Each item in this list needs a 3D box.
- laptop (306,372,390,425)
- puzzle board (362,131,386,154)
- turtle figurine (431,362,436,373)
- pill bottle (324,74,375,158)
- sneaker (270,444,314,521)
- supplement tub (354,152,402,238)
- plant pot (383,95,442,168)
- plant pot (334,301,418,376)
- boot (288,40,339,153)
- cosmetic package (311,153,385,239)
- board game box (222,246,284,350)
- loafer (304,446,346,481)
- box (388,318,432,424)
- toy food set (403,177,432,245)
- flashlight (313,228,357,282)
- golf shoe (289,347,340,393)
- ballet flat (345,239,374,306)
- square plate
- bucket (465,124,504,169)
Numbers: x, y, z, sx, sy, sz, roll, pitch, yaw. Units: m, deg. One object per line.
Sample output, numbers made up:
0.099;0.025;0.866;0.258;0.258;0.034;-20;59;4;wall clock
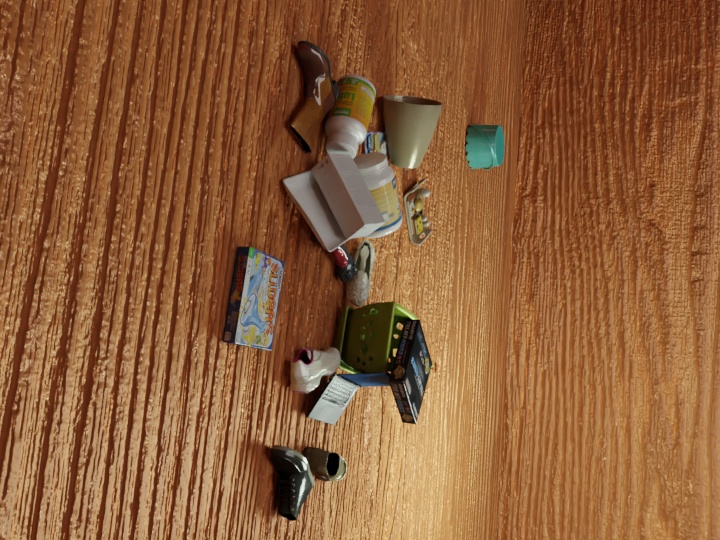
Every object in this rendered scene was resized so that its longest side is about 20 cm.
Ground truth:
-0.010;0.335;1.578;0.201;0.115;0.187;-56;153;-6;laptop
0.050;-0.321;1.866;0.150;0.017;0.204;-22;111;-61;puzzle board
0.202;0.345;2.153;0.200;0.064;0.163;-45;124;-42;turtle figurine
-0.031;-0.396;1.596;0.111;0.109;0.203;45;52;-55;pill bottle
-0.166;0.495;1.416;0.107;0.074;0.202;-67;147;-40;sneaker
0.033;-0.209;1.696;0.145;0.142;0.203;-52;136;-49;supplement tub
0.152;-0.430;1.912;0.187;0.185;0.203;-34;134;-58;plant pot
0.038;0.201;1.690;0.200;0.179;0.202;35;59;-58;plant pot
-0.134;-0.418;1.471;0.202;0.067;0.189;-66;154;-24;boot
-0.030;-0.185;1.517;0.101;0.071;0.202;-12;72;-55;cosmetic package
-0.227;0.063;1.316;0.135;0.034;0.204;25;69;-61;board game box
-0.080;0.513;1.597;0.200;0.066;0.077;44;53;-55;loafer
0.135;0.269;1.623;0.202;0.049;0.200;71;28;-42;box
0.213;-0.207;2.147;0.144;0.059;0.203;-46;131;-53;toy food set
-0.064;-0.045;1.608;0.201;0.067;0.069;66;10;-47;flashlight
-0.110;0.226;1.520;0.200;0.074;0.093;-36;120;-59;golf shoe
0.000;0.000;1.720;0.072;0.071;0.203;53;38;-50;ballet flat
-0.090;-0.152;1.502;0.202;0.028;0.198;57;32;-1;square plate
0.561;-0.555;2.736;0.206;0.133;0.211;-7;98;-63;bucket
